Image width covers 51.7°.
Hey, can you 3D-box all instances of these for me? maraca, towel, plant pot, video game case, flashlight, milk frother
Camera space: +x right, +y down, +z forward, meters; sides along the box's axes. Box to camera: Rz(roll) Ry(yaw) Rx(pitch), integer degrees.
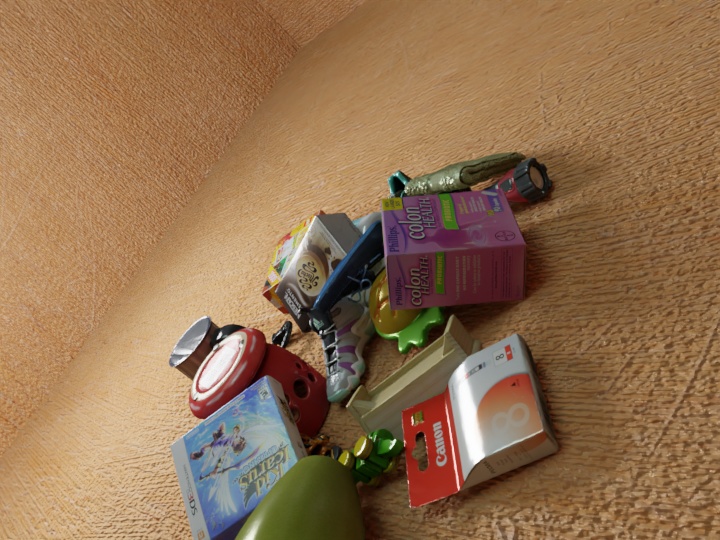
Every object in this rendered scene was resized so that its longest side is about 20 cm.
[{"bbox_3d":[0.077,0.056,1.182,0.138,0.106,0.200,-54,27,8],"label":"maraca"},{"bbox_3d":[0.182,-0.172,1.304,0.199,0.037,0.147,-25,13,-41],"label":"towel"},{"bbox_3d":[-0.178,0.215,1.275,0.200,0.182,0.201,-35,29,22],"label":"plant pot"},{"bbox_3d":[-0.066,0.336,0.929,0.186,0.187,0.201,-34,17,25],"label":"plant pot"},{"bbox_3d":[-0.179,0.286,1.108,0.199,0.045,0.182,-37,51,8],"label":"video game case"},{"bbox_3d":[0.227,-0.121,1.262,0.199,0.068,0.068,-28,21,47],"label":"flashlight"},{"bbox_3d":[-0.239,0.151,1.459,0.180,0.188,0.201,-37,26,19],"label":"milk frother"}]

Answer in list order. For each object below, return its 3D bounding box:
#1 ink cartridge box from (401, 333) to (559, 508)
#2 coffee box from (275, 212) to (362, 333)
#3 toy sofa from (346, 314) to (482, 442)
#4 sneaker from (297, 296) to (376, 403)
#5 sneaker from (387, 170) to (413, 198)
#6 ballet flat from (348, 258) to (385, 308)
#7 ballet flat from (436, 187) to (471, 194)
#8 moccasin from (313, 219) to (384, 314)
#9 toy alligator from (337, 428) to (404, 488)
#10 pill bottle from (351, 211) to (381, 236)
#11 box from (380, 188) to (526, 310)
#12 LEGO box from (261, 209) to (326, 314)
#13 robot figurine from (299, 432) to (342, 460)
[{"bbox_3d":[0.131,0.183,0.921,0.198,0.050,0.163,-26,35,17],"label":"ink cartridge box"},{"bbox_3d":[-0.068,0.006,1.393,0.113,0.079,0.201,50,128,27],"label":"coffee box"},{"bbox_3d":[0.085,0.164,1.054,0.199,0.098,0.083,-40,2,18],"label":"toy sofa"},{"bbox_3d":[-0.054,0.116,1.259,0.078,0.140,0.201,-36,24,38],"label":"sneaker"},{"bbox_3d":[0.079,-0.096,1.317,0.077,0.091,0.202,-33,39,28],"label":"sneaker"},{"bbox_3d":[0.048,0.011,1.352,0.200,0.067,0.062,-49,34,-4],"label":"ballet flat"},{"bbox_3d":[0.136,-0.115,1.419,0.199,0.071,0.065,-16,10,45],"label":"ballet flat"},{"bbox_3d":[0.000,0.000,1.248,0.201,0.068,0.080,-52,5,-23],"label":"moccasin"},{"bbox_3d":[-0.004,0.270,1.035,0.200,0.059,0.055,-47,21,34],"label":"toy alligator"},{"bbox_3d":[-0.013,-0.039,1.469,0.199,0.111,0.112,-18,37,47],"label":"pill bottle"},{"bbox_3d":[0.134,-0.036,1.121,0.197,0.098,0.177,-5,32,2],"label":"box"},{"bbox_3d":[-0.130,-0.021,1.676,0.148,0.077,0.201,-34,27,28],"label":"LEGO box"},{"bbox_3d":[-0.108,0.331,1.125,0.144,0.058,0.201,-1,51,53],"label":"robot figurine"}]
